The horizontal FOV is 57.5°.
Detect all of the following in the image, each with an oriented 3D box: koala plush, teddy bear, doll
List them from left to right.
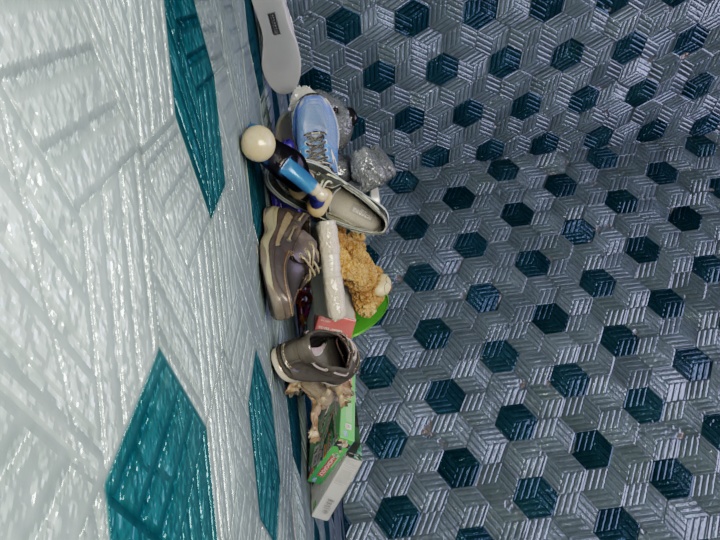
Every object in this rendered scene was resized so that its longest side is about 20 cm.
[{"bbox_3d":[-0.088,-0.125,0.804,0.136,0.049,0.200,44,1,21],"label":"doll"},{"bbox_3d":[-0.060,-0.217,1.133,0.177,0.180,0.204,-53,121,-75],"label":"koala plush"},{"bbox_3d":[0.000,0.000,1.080,0.147,0.066,0.202,-100,163,-51],"label":"teddy bear"}]

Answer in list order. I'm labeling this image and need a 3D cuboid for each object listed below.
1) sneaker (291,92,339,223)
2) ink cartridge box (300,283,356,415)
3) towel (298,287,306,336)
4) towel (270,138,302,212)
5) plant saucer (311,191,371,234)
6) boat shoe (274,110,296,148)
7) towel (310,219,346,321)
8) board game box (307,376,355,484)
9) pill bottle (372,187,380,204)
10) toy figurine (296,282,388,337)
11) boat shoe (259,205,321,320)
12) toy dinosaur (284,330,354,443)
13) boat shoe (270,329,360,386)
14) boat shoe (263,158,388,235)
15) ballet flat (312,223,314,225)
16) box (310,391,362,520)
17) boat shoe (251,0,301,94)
[{"bbox_3d":[-0.061,-0.167,1.005,0.089,0.077,0.205,-123,-154,-69],"label":"sneaker"},{"bbox_3d":[-0.066,0.134,1.132,0.117,0.066,0.204,-99,-157,-63],"label":"ink cartridge box"},{"bbox_3d":[-0.125,0.042,1.393,0.144,0.022,0.206,120,-35,-84],"label":"towel"},{"bbox_3d":[-0.119,-0.102,1.041,0.148,0.048,0.205,-138,-139,-78],"label":"towel"},{"bbox_3d":[-0.055,-0.100,1.254,0.027,0.198,0.202,44,23,-35],"label":"plant saucer"},{"bbox_3d":[-0.132,-0.216,1.265,0.093,0.073,0.204,-126,-152,-57],"label":"boat shoe"},{"bbox_3d":[-0.049,0.002,0.943,0.200,0.034,0.136,177,-94,-80],"label":"towel"},{"bbox_3d":[-0.049,0.249,1.152,0.136,0.029,0.202,-57,-160,35],"label":"board game box"},{"bbox_3d":[-0.058,-0.140,1.418,0.120,0.195,0.123,173,-90,-88],"label":"pill bottle"},{"bbox_3d":[-0.070,0.032,1.276,0.186,0.198,0.150,59,6,31],"label":"toy figurine"},{"bbox_3d":[-0.087,-0.020,0.830,0.202,0.071,0.076,-99,-177,-49],"label":"boat shoe"},{"bbox_3d":[-0.073,0.155,0.982,0.136,0.084,0.202,-117,-178,-54],"label":"toy dinosaur"},{"bbox_3d":[-0.038,0.111,0.857,0.199,0.056,0.068,10,55,-62],"label":"boat shoe"},{"bbox_3d":[-0.043,-0.108,0.937,0.071,0.196,0.074,-136,-113,-79],"label":"boat shoe"},{"bbox_3d":[-0.098,-0.040,1.387,0.063,0.066,0.203,52,-31,39],"label":"ballet flat"},{"bbox_3d":[-0.047,0.317,1.177,0.146,0.036,0.201,-62,-162,24],"label":"box"},{"bbox_3d":[-0.141,-0.409,1.123,0.066,0.072,0.204,-92,179,-54],"label":"boat shoe"}]
